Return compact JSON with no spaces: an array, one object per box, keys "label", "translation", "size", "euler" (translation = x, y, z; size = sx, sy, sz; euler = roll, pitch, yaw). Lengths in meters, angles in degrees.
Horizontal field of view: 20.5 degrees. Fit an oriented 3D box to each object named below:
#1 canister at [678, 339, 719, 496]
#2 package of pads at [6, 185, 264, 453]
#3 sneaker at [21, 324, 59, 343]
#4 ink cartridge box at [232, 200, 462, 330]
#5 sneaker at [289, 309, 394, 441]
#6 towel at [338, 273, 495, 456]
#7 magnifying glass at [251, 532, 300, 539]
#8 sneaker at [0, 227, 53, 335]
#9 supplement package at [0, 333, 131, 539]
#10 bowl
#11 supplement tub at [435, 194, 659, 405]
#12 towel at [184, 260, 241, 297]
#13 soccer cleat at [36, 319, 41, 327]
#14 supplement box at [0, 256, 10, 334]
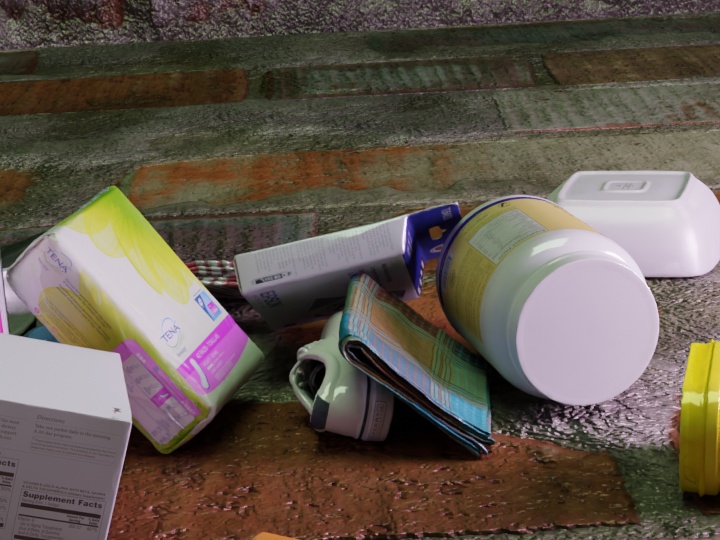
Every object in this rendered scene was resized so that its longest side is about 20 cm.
[{"label":"canister","translation":[0.337,0.110,1.443],"size":[0.200,0.087,0.149],"euler":[2,17,12]},{"label":"package of pads","translation":[-0.180,0.039,1.606],"size":[0.068,0.200,0.155],"euler":[-41,3,22]},{"label":"sneaker","translation":[-0.218,0.079,1.680],"size":[0.082,0.074,0.200],"euler":[14,23,40]},{"label":"ink cartridge box","translation":[0.000,0.000,1.771],"size":[0.200,0.041,0.200],"euler":[-15,-12,4]},{"label":"sneaker","translation":[-0.021,0.077,1.628],"size":[0.071,0.073,0.200],"euler":[11,14,-12]},{"label":"towel","translation":[0.046,0.069,1.605],"size":[0.147,0.022,0.200],"euler":[36,15,-7]},{"label":"magnifying glass","translation":[0.016,0.198,1.303],"size":[0.200,0.022,0.080],"euler":[5,18,30]},{"label":"sneaker","translation":[-0.355,0.029,1.915],"size":[0.099,0.071,0.200],"euler":[-20,16,43]},{"label":"supplement package","translation":[-0.272,0.114,1.400],"size":[0.200,0.111,0.156],"euler":[12,13,-13]},{"label":"bowl","translation":[0.275,-0.053,2.061],"size":[0.199,0.075,0.200],"euler":[1,18,17]},{"label":"supplement tub","translation":[0.156,0.024,1.669],"size":[0.145,0.146,0.200],"euler":[-7,16,-13]},{"label":"towel","translation":[-0.171,0.005,1.925],"size":[0.200,0.030,0.146],"euler":[3,-6,19]},{"label":"soccer cleat","translation":[-0.243,0.032,1.822],"size":[0.070,0.086,0.200],"euler":[0,16,11]},{"label":"supplement box","translation":[-0.320,0.059,1.529],"size":[0.103,0.200,0.101],"euler":[-5,15,-7]}]
